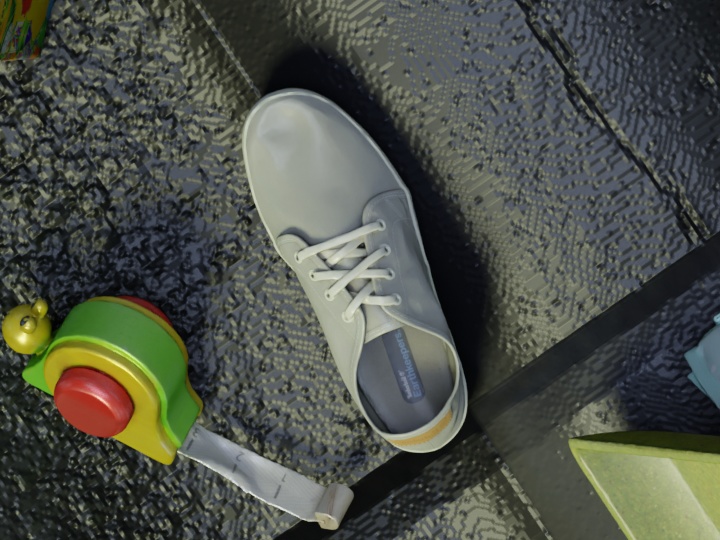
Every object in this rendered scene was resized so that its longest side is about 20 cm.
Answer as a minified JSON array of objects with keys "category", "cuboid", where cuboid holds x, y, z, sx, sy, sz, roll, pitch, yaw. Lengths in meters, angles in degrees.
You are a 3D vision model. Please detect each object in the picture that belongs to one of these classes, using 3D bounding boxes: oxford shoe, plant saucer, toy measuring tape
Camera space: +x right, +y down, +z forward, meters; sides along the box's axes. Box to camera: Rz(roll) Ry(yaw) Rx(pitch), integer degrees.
[{"category":"oxford shoe","cuboid":[0.000,0.000,1.350,0.075,0.058,0.201,-24,93,6]},{"category":"plant saucer","cuboid":[0.209,0.152,1.289,0.048,0.200,0.200,-37,102,-18]},{"category":"toy measuring tape","cuboid":[-0.090,0.065,1.348,0.199,0.074,0.074,27,96,1]}]

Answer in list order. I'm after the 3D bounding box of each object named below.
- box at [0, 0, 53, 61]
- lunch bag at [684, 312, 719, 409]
[{"category":"box","cuboid":[-0.198,-0.210,1.267,0.121,0.193,0.201,15,96,0]},{"category":"lunch bag","cuboid":[0.281,0.061,1.318,0.170,0.122,0.200,-43,79,9]}]
